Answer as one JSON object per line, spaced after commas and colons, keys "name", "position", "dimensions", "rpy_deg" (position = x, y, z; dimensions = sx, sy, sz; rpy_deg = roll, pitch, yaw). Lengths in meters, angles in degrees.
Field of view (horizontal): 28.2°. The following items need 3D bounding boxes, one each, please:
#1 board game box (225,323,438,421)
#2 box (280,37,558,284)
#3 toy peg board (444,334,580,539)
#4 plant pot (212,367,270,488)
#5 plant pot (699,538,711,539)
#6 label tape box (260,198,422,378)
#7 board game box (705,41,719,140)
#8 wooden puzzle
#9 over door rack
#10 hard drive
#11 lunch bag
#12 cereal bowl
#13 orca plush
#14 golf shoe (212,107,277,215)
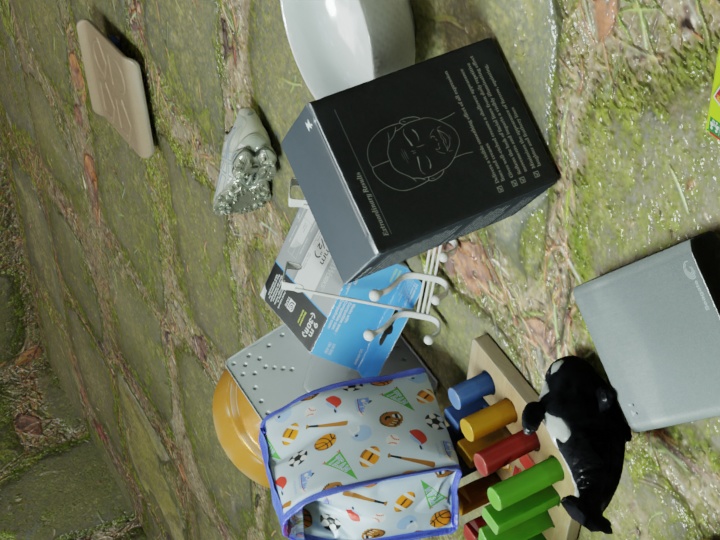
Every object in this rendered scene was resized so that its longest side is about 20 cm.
{"name": "board game box", "position": [-0.036, 0.131, 1.738], "dimensions": [0.200, 0.199, 0.026], "rpy_deg": [51, 166, 37]}
{"name": "box", "position": [0.052, -0.100, 1.309], "dimensions": [0.150, 0.198, 0.107], "rpy_deg": [66, 158, 7]}
{"name": "toy peg board", "position": [0.140, 0.215, 1.531], "dimensions": [0.200, 0.097, 0.201], "rpy_deg": [51, 152, 36]}
{"name": "plant pot", "position": [-0.068, 0.164, 1.878], "dimensions": [0.183, 0.199, 0.202], "rpy_deg": [-41, 71, 50]}
{"name": "plant pot", "position": [0.265, 0.353, 1.260], "dimensions": [0.201, 0.198, 0.177], "rpy_deg": [55, 143, 29]}
{"name": "label tape box", "position": [-0.026, 0.023, 1.700], "dimensions": [0.200, 0.066, 0.144], "rpy_deg": [46, 116, 46]}
{"name": "board game box", "position": [0.310, -0.090, 0.918], "dimensions": [0.200, 0.047, 0.102], "rpy_deg": [48, 151, 42]}
{"name": "wooden puzzle", "position": [-0.399, -0.308, 2.393], "dimensions": [0.200, 0.046, 0.187], "rpy_deg": [39, 145, 43]}
{"name": "over door rack", "position": [0.000, 0.000, 1.574], "dimensions": [0.198, 0.067, 0.149], "rpy_deg": [20, 137, 10]}
{"name": "hard drive", "position": [0.259, 0.056, 1.190], "dimensions": [0.141, 0.033, 0.200], "rpy_deg": [67, 158, 4]}
{"name": "lunch bag", "position": [-0.005, 0.213, 1.568], "dimensions": [0.171, 0.197, 0.125], "rpy_deg": [-112, 17, -53]}
{"name": "cereal bowl", "position": [-0.002, -0.252, 1.454], "dimensions": [0.200, 0.083, 0.202], "rpy_deg": [51, 153, 39]}
{"name": "orca plush", "position": [0.200, 0.135, 1.285], "dimensions": [0.104, 0.201, 0.072], "rpy_deg": [18, 127, 4]}
{"name": "golf shoe", "position": [-0.160, -0.147, 1.965], "dimensions": [0.200, 0.077, 0.098], "rpy_deg": [126, 137, -58]}
